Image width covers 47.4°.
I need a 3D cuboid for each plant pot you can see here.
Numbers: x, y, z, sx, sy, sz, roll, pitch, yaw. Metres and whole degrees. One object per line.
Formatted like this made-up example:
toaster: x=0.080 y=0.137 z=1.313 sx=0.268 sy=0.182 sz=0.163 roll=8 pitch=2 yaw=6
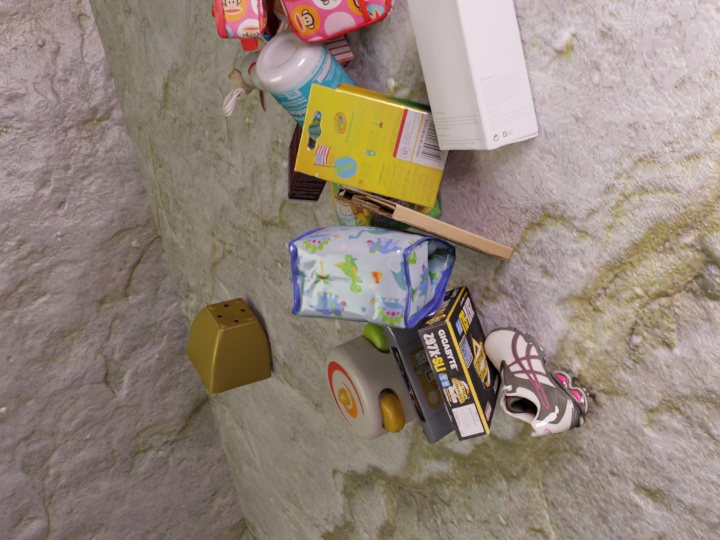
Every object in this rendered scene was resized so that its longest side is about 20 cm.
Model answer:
plant pot: x=-0.373 y=0.195 z=2.340 sx=0.196 sy=0.193 sz=0.201 roll=47 pitch=139 yaw=42

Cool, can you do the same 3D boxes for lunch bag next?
lunch bag: x=-0.175 y=-0.414 z=1.201 sx=0.200 sy=0.081 sz=0.177 roll=-99 pitch=4 yaw=-67
lunch bag: x=-0.035 y=-0.424 z=1.109 sx=0.082 sy=0.175 sz=0.201 roll=-77 pitch=-30 yaw=-57
lunch bag: x=0.021 y=-0.003 z=1.088 sx=0.169 sy=0.200 sz=0.128 roll=6 pitch=108 yaw=21

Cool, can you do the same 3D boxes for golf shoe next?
golf shoe: x=0.216 y=0.144 z=1.101 sx=0.200 sy=0.088 sz=0.078 roll=43 pitch=148 yaw=51

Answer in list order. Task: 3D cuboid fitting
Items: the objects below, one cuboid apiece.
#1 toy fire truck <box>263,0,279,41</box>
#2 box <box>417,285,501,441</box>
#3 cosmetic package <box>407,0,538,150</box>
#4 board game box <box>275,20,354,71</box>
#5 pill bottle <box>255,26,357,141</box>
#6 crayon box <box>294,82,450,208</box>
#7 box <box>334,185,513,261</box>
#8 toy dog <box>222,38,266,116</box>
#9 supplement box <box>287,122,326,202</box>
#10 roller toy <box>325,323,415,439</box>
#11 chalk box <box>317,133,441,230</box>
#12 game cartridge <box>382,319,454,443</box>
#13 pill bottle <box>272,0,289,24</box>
toy fire truck: x=-0.201 y=-0.505 z=1.495 sx=0.200 sy=0.112 sz=0.168 roll=50 pitch=175 yaw=39
box: x=0.142 y=0.121 z=1.141 sx=0.161 sy=0.049 sz=0.200 roll=68 pitch=-162 yaw=-6
cosmetic package: x=0.131 y=-0.248 z=0.973 sx=0.113 sy=0.081 sz=0.201 roll=18 pitch=124 yaw=61
board game box: x=-0.086 y=-0.369 z=1.398 sx=0.152 sy=0.046 sz=0.200 roll=65 pitch=157 yaw=10
pill bottle: x=-0.065 y=-0.273 z=1.273 sx=0.200 sy=0.111 sz=0.111 roll=43 pitch=180 yaw=-44
crayon box: x=0.021 y=-0.173 z=1.108 sx=0.051 sy=0.199 sz=0.128 roll=-74 pitch=0 yaw=-68
box: x=0.083 y=-0.064 z=1.108 sx=0.163 sy=0.199 sz=0.021 roll=26 pitch=97 yaw=58
toy dog: x=-0.160 y=-0.326 z=1.409 sx=0.132 sy=0.096 sz=0.201 roll=-43 pitch=29 yaw=27
supplement box: x=-0.086 y=-0.210 z=1.455 sx=0.200 sy=0.060 sz=0.110 roll=125 pitch=146 yaw=-68
roller toy: x=0.023 y=0.213 z=1.519 sx=0.201 sy=0.139 sz=0.183 roll=62 pitch=157 yaw=15
chalk box: x=0.032 y=-0.122 z=1.240 sx=0.125 sy=0.123 sz=0.201 roll=20 pitch=127 yaw=62
game cartridge: x=0.122 y=0.143 z=1.246 sx=0.041 sy=0.133 sz=0.201 roll=0 pitch=114 yaw=66
pill bottle: x=-0.078 y=-0.474 z=1.205 sx=0.116 sy=0.116 sz=0.201 roll=47 pitch=149 yaw=42
